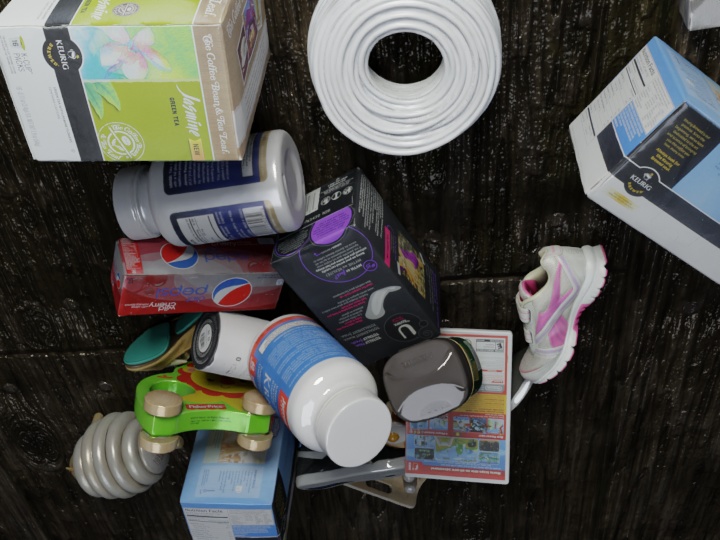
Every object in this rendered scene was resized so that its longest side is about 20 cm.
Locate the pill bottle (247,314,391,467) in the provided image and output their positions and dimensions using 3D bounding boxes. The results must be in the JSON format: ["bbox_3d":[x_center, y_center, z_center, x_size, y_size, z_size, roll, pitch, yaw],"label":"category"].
[{"bbox_3d":[-0.048,0.138,0.969,0.111,0.200,0.114,-11,114,-26],"label":"pill bottle"}]

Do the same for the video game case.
[{"bbox_3d":[0.130,0.179,1.123,0.140,0.017,0.204,2,94,12],"label":"video game case"}]

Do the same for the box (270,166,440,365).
[{"bbox_3d":[0.000,0.000,1.004,0.121,0.107,0.201,-22,127,23],"label":"box"}]

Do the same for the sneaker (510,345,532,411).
[{"bbox_3d":[0.159,0.156,1.156,0.099,0.071,0.201,35,118,-10],"label":"sneaker"}]

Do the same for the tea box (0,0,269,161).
[{"bbox_3d":[-0.194,-0.209,0.773,0.193,0.202,0.135,0,131,4],"label":"tea box"}]

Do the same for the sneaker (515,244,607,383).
[{"bbox_3d":[0.231,0.048,1.049,0.087,0.082,0.203,15,115,-2],"label":"sneaker"}]

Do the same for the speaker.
[{"bbox_3d":[-0.114,0.108,1.089,0.198,0.082,0.081,17,133,-34],"label":"speaker"}]

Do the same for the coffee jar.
[{"bbox_3d":[0.090,0.129,1.013,0.103,0.087,0.200,-22,171,10],"label":"coffee jar"}]

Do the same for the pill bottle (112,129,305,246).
[{"bbox_3d":[-0.168,-0.088,0.936,0.196,0.112,0.112,-7,131,10],"label":"pill bottle"}]

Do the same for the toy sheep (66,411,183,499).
[{"bbox_3d":[-0.349,0.270,1.245,0.197,0.139,0.139,-20,127,20],"label":"toy sheep"}]

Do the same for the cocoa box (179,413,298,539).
[{"bbox_3d":[-0.165,0.285,1.200,0.131,0.202,0.133,0,131,5],"label":"cocoa box"}]

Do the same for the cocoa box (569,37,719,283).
[{"bbox_3d":[0.336,-0.110,0.857,0.198,0.135,0.131,28,127,-20],"label":"cocoa box"}]

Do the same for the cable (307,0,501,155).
[{"bbox_3d":[0.042,-0.214,0.840,0.198,0.070,0.200,-28,124,26],"label":"cable"}]

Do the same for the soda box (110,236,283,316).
[{"bbox_3d":[-0.193,0.005,1.005,0.197,0.064,0.071,-1,136,-27],"label":"soda box"}]

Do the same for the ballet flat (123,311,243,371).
[{"bbox_3d":[-0.237,0.094,1.130,0.198,0.069,0.063,-31,127,27],"label":"ballet flat"}]

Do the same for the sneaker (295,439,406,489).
[{"bbox_3d":[-0.008,0.246,1.213,0.197,0.114,0.073,-13,157,17],"label":"sneaker"}]

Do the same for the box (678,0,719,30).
[{"bbox_3d":[0.392,-0.311,0.746,0.196,0.049,0.160,-6,130,9],"label":"box"}]

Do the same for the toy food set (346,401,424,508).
[{"bbox_3d":[0.068,0.288,1.281,0.142,0.061,0.201,22,128,-15],"label":"toy food set"}]

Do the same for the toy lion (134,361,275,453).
[{"bbox_3d":[-0.199,0.164,1.102,0.197,0.191,0.070,4,106,-25],"label":"toy lion"}]
